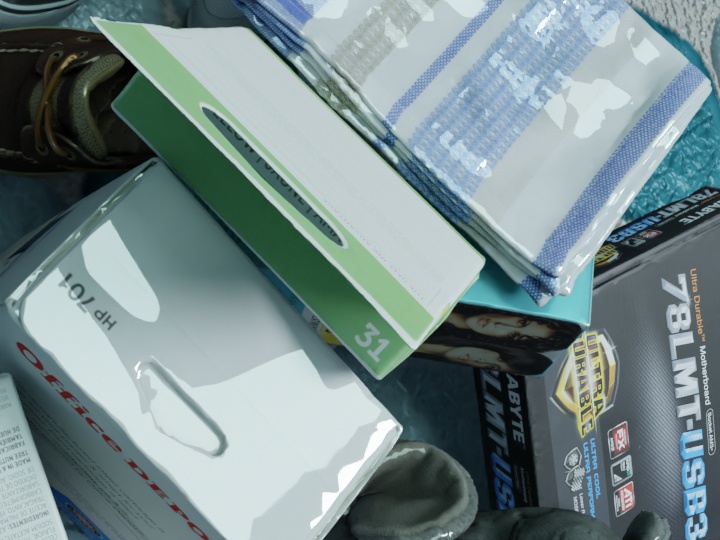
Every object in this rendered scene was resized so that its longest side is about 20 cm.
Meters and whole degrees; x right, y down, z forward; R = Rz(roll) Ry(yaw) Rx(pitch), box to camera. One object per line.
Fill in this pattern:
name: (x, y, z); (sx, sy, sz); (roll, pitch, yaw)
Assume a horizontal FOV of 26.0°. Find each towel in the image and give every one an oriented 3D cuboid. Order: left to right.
towel: (0.052, -0.100, 0.686); (0.200, 0.024, 0.147); (43, 65, -3)

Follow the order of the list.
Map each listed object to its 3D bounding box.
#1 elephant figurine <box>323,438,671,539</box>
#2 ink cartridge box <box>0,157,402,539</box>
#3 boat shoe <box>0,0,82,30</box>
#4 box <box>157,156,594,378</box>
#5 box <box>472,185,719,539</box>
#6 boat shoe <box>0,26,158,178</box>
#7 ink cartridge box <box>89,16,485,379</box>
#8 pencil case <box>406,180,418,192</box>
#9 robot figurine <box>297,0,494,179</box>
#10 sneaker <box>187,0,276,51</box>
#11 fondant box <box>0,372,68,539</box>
elephant figurine: (0.023, 0.152, 0.749); (0.155, 0.198, 0.143); (31, 75, -64)
ink cartridge box: (-0.094, 0.049, 0.647); (0.147, 0.200, 0.086); (49, 65, -13)
boat shoe: (-0.126, -0.190, 0.798); (0.199, 0.068, 0.074); (-39, 98, -39)
box: (0.000, 0.000, 0.710); (0.198, 0.082, 0.050); (10, 68, -7)
box: (0.153, 0.078, 0.863); (0.197, 0.050, 0.202); (-22, 114, -32)
boat shoe: (-0.118, -0.077, 0.704); (0.198, 0.072, 0.073); (8, 86, 6)
ink cartridge box: (-0.028, -0.026, 0.565); (0.146, 0.048, 0.200); (45, 15, 2)
pencil case: (0.063, -0.068, 0.885); (0.092, 0.085, 0.201); (-33, 96, -55)
robot figurine: (0.050, -0.141, 0.774); (0.149, 0.125, 0.201); (20, 66, 19)
sneaker: (-0.041, -0.208, 0.803); (0.201, 0.075, 0.115); (-54, 149, 0)
fondant box: (-0.139, 0.151, 0.614); (0.058, 0.144, 0.202); (-18, 85, -22)
